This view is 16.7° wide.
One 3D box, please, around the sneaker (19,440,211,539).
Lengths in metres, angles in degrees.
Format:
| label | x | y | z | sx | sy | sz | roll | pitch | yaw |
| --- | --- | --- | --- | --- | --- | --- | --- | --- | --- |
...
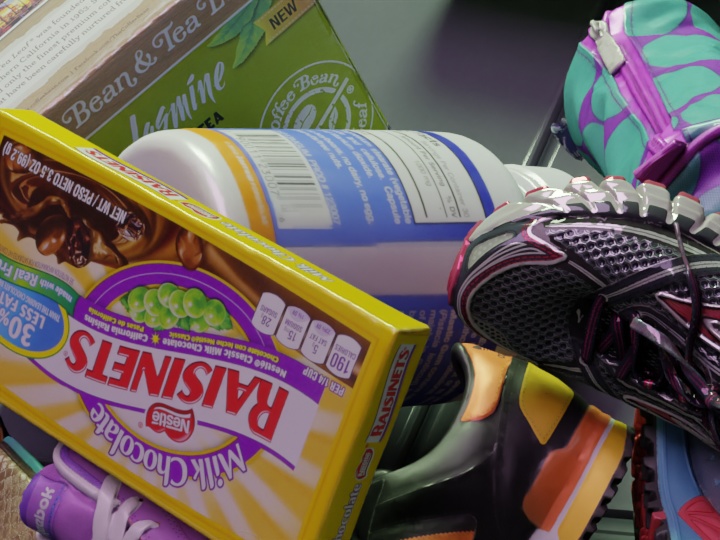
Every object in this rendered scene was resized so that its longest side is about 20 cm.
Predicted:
| label | x | y | z | sx | sy | sz | roll | pitch | yaw |
| --- | --- | --- | --- | --- | --- | --- | --- | --- | --- |
| sneaker | -0.071 | 0.118 | 0.893 | 0.113 | 0.073 | 0.201 | 12 | 24 | -11 |

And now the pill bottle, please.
| label | x | y | z | sx | sy | sz | roll | pitch | yaw |
| --- | --- | --- | --- | --- | --- | --- | --- | --- | --- |
| pill bottle | 0.000 | 0.000 | 0.981 | 0.199 | 0.113 | 0.112 | -1 | 23 | -37 |

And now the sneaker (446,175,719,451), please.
| label | x | y | z | sx | sy | sz | roll | pitch | yaw |
| --- | --- | --- | --- | --- | --- | --- | --- | --- | --- |
| sneaker | 0.125 | 0.028 | 0.854 | 0.199 | 0.081 | 0.075 | 17 | 43 | 11 |

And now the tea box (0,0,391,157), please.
| label | x | y | z | sx | sy | sz | roll | pitch | yaw |
| --- | --- | --- | --- | --- | --- | --- | --- | --- | --- |
| tea box | -0.104 | -0.044 | 1.089 | 0.200 | 0.197 | 0.133 | -42 | 41 | -11 |

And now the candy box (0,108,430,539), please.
| label | x | y | z | sx | sy | sz | roll | pitch | yaw |
| --- | --- | --- | --- | --- | --- | --- | --- | --- | --- |
| candy box | -0.073 | 0.026 | 0.882 | 0.199 | 0.026 | 0.103 | 28 | 107 | 31 |

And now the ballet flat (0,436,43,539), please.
| label | x | y | z | sx | sy | sz | roll | pitch | yaw |
| --- | --- | --- | --- | --- | --- | --- | --- | --- | --- |
| ballet flat | -0.100 | 0.143 | 0.964 | 0.200 | 0.071 | 0.065 | 37 | 76 | 29 |

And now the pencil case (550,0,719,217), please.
| label | x | y | z | sx | sy | sz | roll | pitch | yaw |
| --- | --- | --- | --- | --- | --- | --- | --- | --- | --- |
| pencil case | 0.132 | -0.047 | 0.981 | 0.085 | 0.092 | 0.200 | -44 | 17 | 10 |

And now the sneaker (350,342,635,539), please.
| label | x | y | z | sx | sy | sz | roll | pitch | yaw |
| --- | --- | --- | --- | --- | --- | --- | --- | --- | --- |
| sneaker | 0.016 | 0.120 | 0.906 | 0.090 | 0.070 | 0.201 | 34 | 78 | 6 |

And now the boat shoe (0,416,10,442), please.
| label | x | y | z | sx | sy | sz | roll | pitch | yaw |
| --- | --- | --- | --- | --- | --- | --- | --- | --- | --- |
| boat shoe | -0.184 | 0.105 | 1.024 | 0.072 | 0.072 | 0.200 | -10 | 14 | 15 |

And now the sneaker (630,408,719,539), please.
| label | x | y | z | sx | sy | sz | roll | pitch | yaw |
| --- | --- | --- | --- | --- | --- | --- | --- | --- | --- |
| sneaker | 0.150 | 0.090 | 0.907 | 0.095 | 0.080 | 0.201 | 2 | 42 | 0 |
